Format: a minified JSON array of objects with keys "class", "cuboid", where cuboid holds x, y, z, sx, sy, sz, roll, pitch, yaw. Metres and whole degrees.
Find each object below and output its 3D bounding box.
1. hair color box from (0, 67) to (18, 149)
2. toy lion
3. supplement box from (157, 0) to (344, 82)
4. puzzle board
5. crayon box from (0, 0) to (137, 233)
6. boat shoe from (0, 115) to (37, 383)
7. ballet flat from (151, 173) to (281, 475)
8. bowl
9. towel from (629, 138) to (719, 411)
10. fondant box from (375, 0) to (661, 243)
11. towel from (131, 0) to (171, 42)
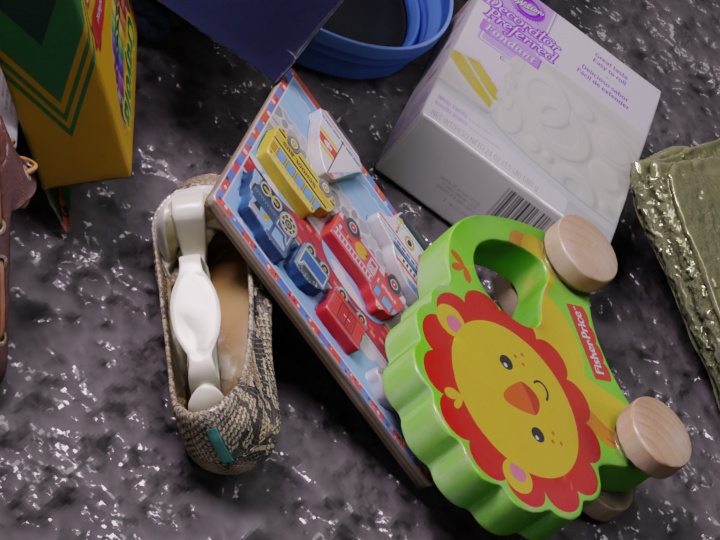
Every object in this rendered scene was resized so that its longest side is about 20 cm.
[{"class":"hair color box","cuboid":[-0.271,-0.112,1.093,0.199,0.061,0.099,22,41,-25]},{"class":"toy lion","cuboid":[0.084,0.055,1.204,0.191,0.069,0.201,12,49,-42]},{"class":"supplement box","cuboid":[-0.056,-0.218,1.245,0.109,0.109,0.200,34,26,-21]},{"class":"puzzle board","cuboid":[0.000,0.000,1.188,0.200,0.017,0.151,54,31,-19]},{"class":"crayon box","cuboid":[-0.153,-0.135,1.116,0.050,0.201,0.127,-8,45,4]},{"class":"boat shoe","cuboid":[-0.193,-0.040,1.041,0.072,0.072,0.201,7,76,-50]},{"class":"ballet flat","cuboid":[-0.078,0.008,1.122,0.075,0.067,0.201,64,14,-50]},{"class":"bowl","cuboid":[-0.033,-0.205,1.409,0.200,0.039,0.201,24,40,-22]},{"class":"towel","cuboid":[0.246,0.010,1.406,0.148,0.036,0.201,-13,77,-51]},{"class":"fondant box","cuboid":[0.106,-0.091,1.400,0.144,0.058,0.200,36,36,-7]},{"class":"towel","cuboid":[-0.161,-0.237,1.299,0.111,0.048,0.201,28,34,-53]}]
